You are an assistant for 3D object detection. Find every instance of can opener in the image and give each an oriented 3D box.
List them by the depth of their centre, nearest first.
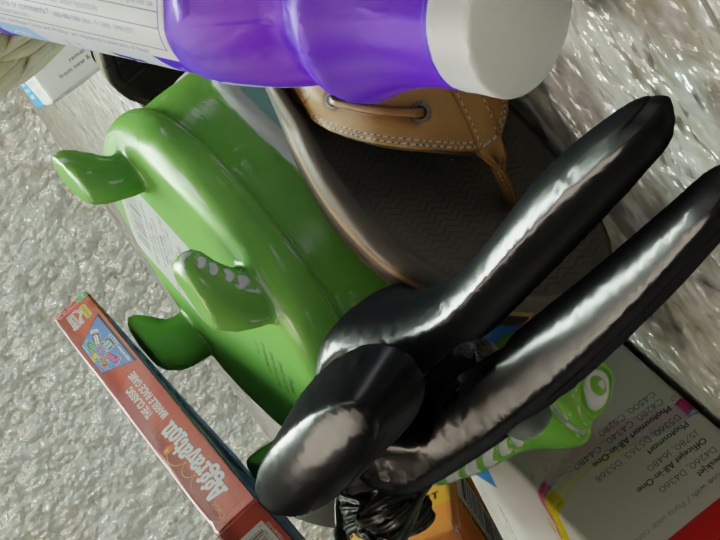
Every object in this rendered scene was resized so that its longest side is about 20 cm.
[{"bbox_3d":[0.043,0.017,0.638,0.063,0.079,0.200,37,137,-13],"label":"can opener"}]

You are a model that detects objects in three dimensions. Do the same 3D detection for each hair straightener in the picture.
[{"bbox_3d":[0.011,0.090,0.876,0.041,0.078,0.200,13,168,-17],"label":"hair straightener"}]

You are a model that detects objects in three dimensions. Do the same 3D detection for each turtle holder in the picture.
[{"bbox_3d":[-0.006,-0.010,0.775,0.185,0.131,0.142,28,149,57],"label":"turtle holder"}]

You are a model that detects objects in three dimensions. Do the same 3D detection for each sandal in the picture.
[{"bbox_3d":[0.011,-0.069,0.709,0.201,0.081,0.055,59,151,6],"label":"sandal"}]

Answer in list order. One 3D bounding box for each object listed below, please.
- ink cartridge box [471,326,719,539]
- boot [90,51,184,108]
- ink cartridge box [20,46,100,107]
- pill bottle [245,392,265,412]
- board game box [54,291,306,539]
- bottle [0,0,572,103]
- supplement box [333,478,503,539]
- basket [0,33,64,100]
[{"bbox_3d":[0.113,0.105,0.824,0.200,0.067,0.117,45,167,47],"label":"ink cartridge box"},{"bbox_3d":[-0.129,-0.156,1.105,0.151,0.073,0.200,50,177,19],"label":"boot"},{"bbox_3d":[-0.221,-0.205,1.367,0.200,0.086,0.146,53,172,-9],"label":"ink cartridge box"},{"bbox_3d":[-0.009,0.007,0.959,0.111,0.111,0.200,52,173,7],"label":"pill bottle"},{"bbox_3d":[-0.047,0.079,0.795,0.103,0.019,0.200,52,174,-28],"label":"board game box"},{"bbox_3d":[-0.032,-0.088,0.640,0.199,0.083,0.066,16,113,37],"label":"bottle"},{"bbox_3d":[0.025,0.095,1.064,0.069,0.066,0.200,57,-166,-27],"label":"supplement box"},{"bbox_3d":[-0.197,-0.179,0.924,0.198,0.200,0.161,46,172,38],"label":"basket"}]
